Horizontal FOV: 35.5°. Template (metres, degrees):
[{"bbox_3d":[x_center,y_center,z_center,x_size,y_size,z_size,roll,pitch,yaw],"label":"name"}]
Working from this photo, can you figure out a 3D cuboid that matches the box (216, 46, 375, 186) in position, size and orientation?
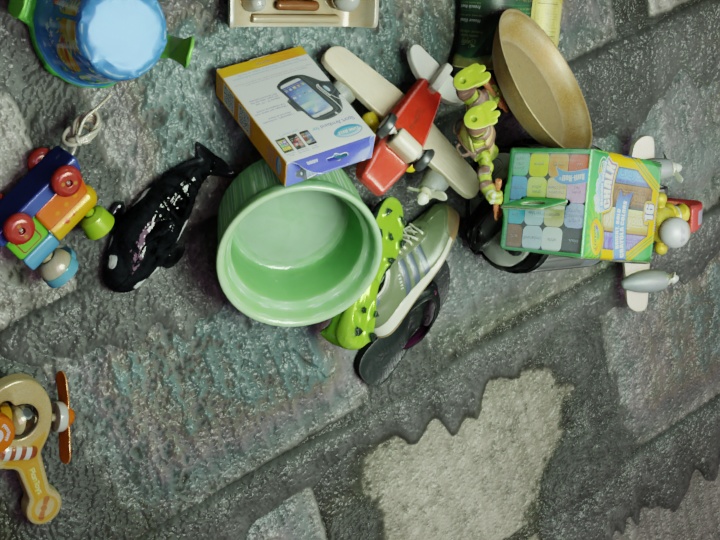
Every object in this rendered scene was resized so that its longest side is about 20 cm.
[{"bbox_3d":[-0.072,-0.173,1.294,0.118,0.201,0.042,-20,146,-25],"label":"box"}]

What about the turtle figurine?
[{"bbox_3d":[0.141,-0.175,1.344,0.162,0.063,0.204,63,28,-65],"label":"turtle figurine"}]

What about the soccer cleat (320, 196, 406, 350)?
[{"bbox_3d":[0.000,0.000,1.423,0.067,0.080,0.203,30,73,-45],"label":"soccer cleat"}]

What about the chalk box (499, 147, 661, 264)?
[{"bbox_3d":[0.247,-0.079,1.323,0.198,0.123,0.126,4,93,-46],"label":"chalk box"}]

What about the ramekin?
[{"bbox_3d":[-0.079,-0.042,1.341,0.196,0.098,0.203,-7,128,-9],"label":"ramekin"}]

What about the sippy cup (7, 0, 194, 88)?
[{"bbox_3d":[-0.268,-0.256,1.183,0.176,0.130,0.142,-27,116,-22],"label":"sippy cup"}]

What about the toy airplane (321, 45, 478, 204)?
[{"bbox_3d":[0.048,-0.180,1.407,0.197,0.141,0.203,-3,67,-40],"label":"toy airplane"}]

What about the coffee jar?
[{"bbox_3d":[0.174,-0.328,1.465,0.103,0.085,0.204,-8,107,-37],"label":"coffee jar"}]

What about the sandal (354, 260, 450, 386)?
[{"bbox_3d":[0.069,0.073,1.533,0.075,0.048,0.202,35,84,-34],"label":"sandal"}]

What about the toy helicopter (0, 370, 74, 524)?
[{"bbox_3d":[-0.378,0.204,1.292,0.131,0.078,0.203,-29,128,-32],"label":"toy helicopter"}]

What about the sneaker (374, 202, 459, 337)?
[{"bbox_3d":[0.050,-0.015,1.484,0.089,0.067,0.202,35,86,-37],"label":"sneaker"}]

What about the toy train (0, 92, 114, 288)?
[{"bbox_3d":[-0.310,-0.083,1.240,0.200,0.084,0.116,-48,133,-12],"label":"toy train"}]

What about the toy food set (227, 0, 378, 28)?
[{"bbox_3d":[-0.066,-0.359,1.322,0.197,0.060,0.146,-7,107,-31],"label":"toy food set"}]

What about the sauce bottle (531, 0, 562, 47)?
[{"bbox_3d":[0.237,-0.309,1.524,0.065,0.066,0.204,-5,108,-30],"label":"sauce bottle"}]

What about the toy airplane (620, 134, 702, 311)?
[{"bbox_3d":[0.418,-0.067,1.656,0.200,0.141,0.200,42,81,-33],"label":"toy airplane"}]

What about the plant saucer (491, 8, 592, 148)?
[{"bbox_3d":[0.219,-0.227,1.396,0.199,0.035,0.203,35,41,-36],"label":"plant saucer"}]

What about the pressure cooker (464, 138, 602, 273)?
[{"bbox_3d":[0.240,-0.086,1.518,0.197,0.178,0.179,-6,110,-31],"label":"pressure cooker"}]

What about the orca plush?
[{"bbox_3d":[-0.219,-0.052,1.305,0.199,0.071,0.106,-41,121,-16],"label":"orca plush"}]
